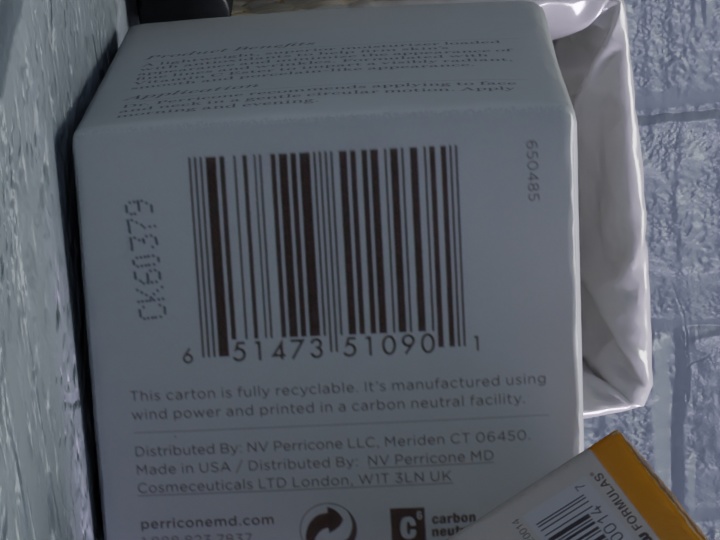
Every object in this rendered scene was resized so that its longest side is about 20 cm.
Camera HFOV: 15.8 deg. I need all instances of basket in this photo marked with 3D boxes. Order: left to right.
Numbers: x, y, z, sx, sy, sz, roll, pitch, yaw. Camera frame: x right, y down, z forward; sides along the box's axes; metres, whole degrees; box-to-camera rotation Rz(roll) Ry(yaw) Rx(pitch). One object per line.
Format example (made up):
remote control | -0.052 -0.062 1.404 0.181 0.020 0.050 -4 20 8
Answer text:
basket | 0.016 -0.040 1.176 0.161 0.197 0.201 -119 -158 -69

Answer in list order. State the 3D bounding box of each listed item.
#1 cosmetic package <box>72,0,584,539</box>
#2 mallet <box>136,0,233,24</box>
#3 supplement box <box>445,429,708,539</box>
cosmetic package | -0.007 0.004 0.923 0.200 0.164 0.166 -84 171 -75
mallet | -0.004 -0.144 1.035 0.041 0.199 0.066 56 26 -33
supplement box | 0.017 0.151 0.777 0.074 0.199 0.126 52 -14 26
